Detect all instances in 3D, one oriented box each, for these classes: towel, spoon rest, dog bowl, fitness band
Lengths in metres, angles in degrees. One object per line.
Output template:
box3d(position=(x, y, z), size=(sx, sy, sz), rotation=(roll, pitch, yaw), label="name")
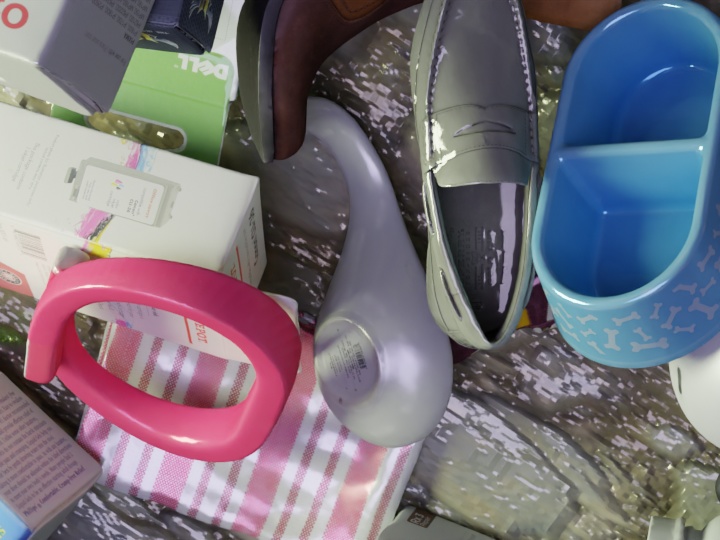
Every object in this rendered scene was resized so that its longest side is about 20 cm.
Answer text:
box3d(position=(-0.064, 0.090, 1.264), size=(0.199, 0.030, 0.147), rotation=(20, 110, 5), label="towel")
box3d(position=(0.000, 0.000, 1.191), size=(0.099, 0.061, 0.201), rotation=(-15, 91, 45), label="spoon rest")
box3d(position=(0.146, -0.051, 1.093), size=(0.111, 0.050, 0.201), rotation=(-2, 63, 31), label="dog bowl")
box3d(position=(-0.107, 0.046, 1.165), size=(0.143, 0.038, 0.200), rotation=(20, 152, -4), label="fitness band")

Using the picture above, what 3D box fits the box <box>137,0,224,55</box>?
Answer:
box3d(position=(-0.156, -0.201, 1.096), size=(0.199, 0.051, 0.158), rotation=(8, 80, 19), label="box")

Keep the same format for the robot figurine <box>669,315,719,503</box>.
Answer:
box3d(position=(0.256, 0.054, 1.122), size=(0.199, 0.151, 0.125), rotation=(19, 150, -21), label="robot figurine")

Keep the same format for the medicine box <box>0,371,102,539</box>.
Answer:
box3d(position=(-0.291, 0.126, 1.270), size=(0.200, 0.103, 0.182), rotation=(42, 113, 3), label="medicine box")

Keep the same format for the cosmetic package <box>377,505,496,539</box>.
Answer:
box3d(position=(0.017, 0.251, 1.257), size=(0.074, 0.102, 0.201), rotation=(22, 112, 11), label="cosmetic package")

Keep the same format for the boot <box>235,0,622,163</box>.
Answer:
box3d(position=(0.039, -0.143, 1.136), size=(0.199, 0.068, 0.189), rotation=(4, 99, -15), label="boot")

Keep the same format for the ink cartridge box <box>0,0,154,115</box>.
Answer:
box3d(position=(-0.158, -0.194, 1.022), size=(0.147, 0.086, 0.201), rotation=(19, 83, 19), label="ink cartridge box")

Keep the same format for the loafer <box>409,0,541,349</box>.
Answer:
box3d(position=(0.063, -0.058, 1.097), size=(0.070, 0.070, 0.201), rotation=(-7, 103, -10), label="loafer")

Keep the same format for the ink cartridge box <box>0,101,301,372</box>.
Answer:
box3d(position=(-0.118, -0.016, 1.180), size=(0.199, 0.117, 0.068), rotation=(18, 68, 7), label="ink cartridge box")

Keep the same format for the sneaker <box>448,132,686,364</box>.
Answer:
box3d(position=(0.127, 0.009, 1.175), size=(0.200, 0.075, 0.090), rotation=(-37, 91, 20), label="sneaker")

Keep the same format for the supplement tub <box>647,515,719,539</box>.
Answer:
box3d(position=(0.247, 0.212, 1.177), size=(0.199, 0.144, 0.145), rotation=(10, 109, 8), label="supplement tub")

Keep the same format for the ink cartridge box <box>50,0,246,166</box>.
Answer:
box3d(position=(-0.101, -0.155, 1.179), size=(0.104, 0.059, 0.201), rotation=(15, 110, 7), label="ink cartridge box")
